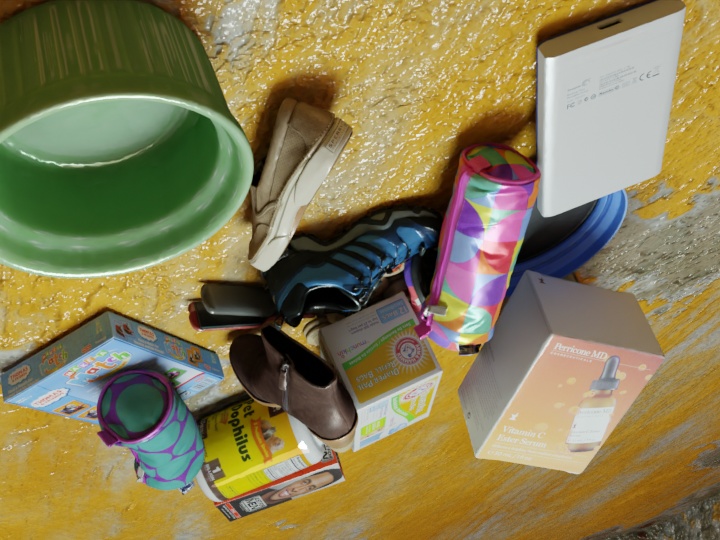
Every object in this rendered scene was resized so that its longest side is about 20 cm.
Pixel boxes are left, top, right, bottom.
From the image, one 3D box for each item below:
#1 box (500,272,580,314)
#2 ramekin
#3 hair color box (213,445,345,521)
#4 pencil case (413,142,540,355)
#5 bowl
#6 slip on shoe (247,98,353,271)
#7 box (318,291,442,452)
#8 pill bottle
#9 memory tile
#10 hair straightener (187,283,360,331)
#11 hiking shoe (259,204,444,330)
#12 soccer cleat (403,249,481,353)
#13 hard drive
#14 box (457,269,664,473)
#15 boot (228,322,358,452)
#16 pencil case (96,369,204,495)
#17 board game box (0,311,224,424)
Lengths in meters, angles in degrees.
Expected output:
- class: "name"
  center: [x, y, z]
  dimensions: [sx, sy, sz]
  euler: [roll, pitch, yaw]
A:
- class: "box"
  center: [0.253, 0.087, 1.258]
  dimensions: [0.126, 0.111, 0.200]
  euler: [-25, 153, 11]
- class: "ramekin"
  center: [-0.179, -0.090, 0.654]
  dimensions: [0.196, 0.099, 0.201]
  euler: [-16, 152, -8]
- class: "hair color box"
  center: [-0.128, 0.318, 1.474]
  dimensions: [0.196, 0.062, 0.102]
  euler: [-20, 152, -3]
- class: "pencil case"
  center: [0.113, -0.020, 0.926]
  dimensions: [0.087, 0.089, 0.204]
  euler: [-4, 123, -28]
- class: "bowl"
  center: [0.194, -0.046, 1.036]
  dimensions: [0.196, 0.040, 0.202]
  euler: [-17, 147, -11]
- class: "slip on shoe"
  center: [-0.069, -0.071, 0.814]
  dimensions: [0.060, 0.077, 0.200]
  euler: [30, 148, -6]
- class: "box"
  center: [0.020, 0.123, 1.110]
  dimensions: [0.111, 0.103, 0.201]
  euler: [-23, 160, -10]
- class: "pill bottle"
  center: [-0.120, 0.217, 1.241]
  dimensions: [0.196, 0.111, 0.110]
  euler: [-23, 153, 5]
- class: "memory tile"
  center: [0.035, 0.035, 1.118]
  dimensions: [0.151, 0.017, 0.200]
  euler: [2, 145, -38]
- class: "hair straightener"
  center: [-0.079, 0.033, 1.005]
  dimensions: [0.196, 0.042, 0.077]
  euler: [5, 144, -31]
- class: "hiking shoe"
  center: [0.000, 0.000, 0.952]
  dimensions: [0.196, 0.088, 0.075]
  euler: [-17, 153, -6]
- class: "soccer cleat"
  center: [0.079, 0.038, 1.072]
  dimensions: [0.072, 0.069, 0.200]
  euler: [6, 156, 29]
- class: "hard drive"
  center: [0.223, -0.143, 0.867]
  dimensions: [0.129, 0.026, 0.202]
  euler: [-21, 142, -5]
- class: "box"
  center: [0.224, 0.121, 1.096]
  dimensions: [0.149, 0.107, 0.202]
  euler: [11, 127, -18]
- class: "boot"
  center: [-0.080, 0.095, 0.994]
  dimensions: [0.072, 0.199, 0.168]
  euler: [-43, 150, -20]
- class: "pencil case"
  center: [-0.228, 0.181, 1.049]
  dimensions: [0.092, 0.085, 0.201]
  euler: [-44, 159, -19]
- class: "board game box"
  center: [-0.265, 0.117, 1.040]
  dimensions: [0.149, 0.037, 0.199]
  euler: [-29, 153, 16]
